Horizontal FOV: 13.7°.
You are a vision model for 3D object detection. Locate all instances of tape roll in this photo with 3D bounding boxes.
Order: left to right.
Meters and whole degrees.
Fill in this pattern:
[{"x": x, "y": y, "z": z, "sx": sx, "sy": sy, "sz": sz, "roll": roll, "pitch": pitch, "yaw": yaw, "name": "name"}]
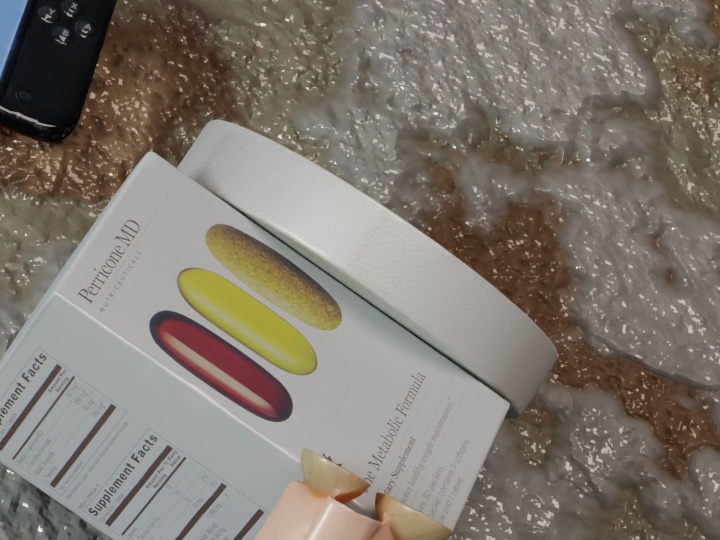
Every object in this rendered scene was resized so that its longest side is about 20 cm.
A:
[{"x": 0.000, "y": 0.000, "z": 1.403, "sx": 0.202, "sy": 0.203, "sz": 0.037, "roll": 34, "pitch": 83, "yaw": -1, "name": "tape roll"}]

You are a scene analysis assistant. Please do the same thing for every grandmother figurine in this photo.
[{"x": -0.048, "y": 0.173, "z": 1.222, "sx": 0.121, "sy": 0.061, "sz": 0.201, "roll": 28, "pitch": 84, "yaw": 3, "name": "grandmother figurine"}]

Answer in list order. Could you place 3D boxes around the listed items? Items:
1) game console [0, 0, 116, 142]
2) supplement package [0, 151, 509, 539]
[{"x": -0.202, "y": -0.187, "z": 1.482, "sx": 0.199, "sy": 0.119, "sz": 0.173, "roll": 22, "pitch": 49, "yaw": -10, "name": "game console"}, {"x": -0.055, "y": 0.065, "z": 1.324, "sx": 0.200, "sy": 0.110, "sz": 0.114, "roll": 35, "pitch": 42, "yaw": -6, "name": "supplement package"}]
